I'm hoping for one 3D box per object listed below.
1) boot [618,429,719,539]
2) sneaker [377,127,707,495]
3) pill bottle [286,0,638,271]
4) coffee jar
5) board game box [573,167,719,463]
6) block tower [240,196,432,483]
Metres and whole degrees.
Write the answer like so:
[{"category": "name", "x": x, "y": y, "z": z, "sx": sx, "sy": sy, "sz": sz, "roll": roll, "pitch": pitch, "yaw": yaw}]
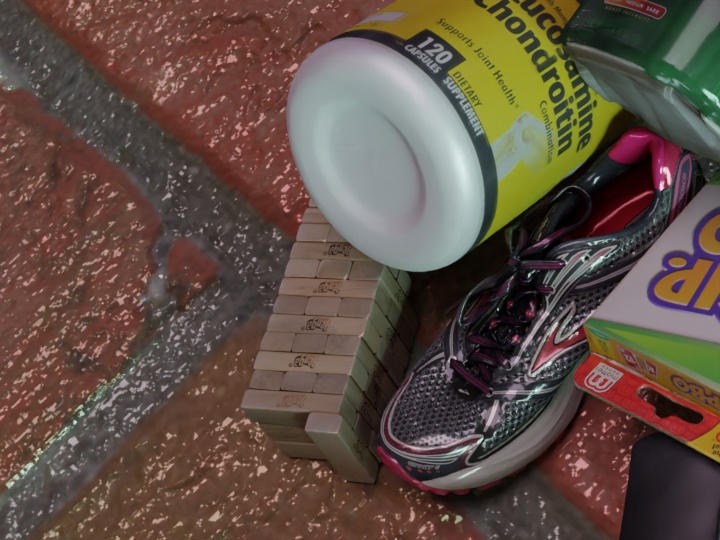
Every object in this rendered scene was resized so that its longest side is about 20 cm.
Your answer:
[{"category": "boot", "x": 0.100, "y": 0.156, "z": 0.674, "sx": 0.164, "sy": 0.066, "sz": 0.201, "roll": 8, "pitch": 66, "yaw": 19}, {"category": "sneaker", "x": 0.078, "y": 0.015, "z": 0.772, "sx": 0.200, "sy": 0.075, "sz": 0.081, "roll": -47, "pitch": 52, "yaw": -8}, {"category": "pill bottle", "x": 0.068, "y": -0.091, "z": 0.791, "sx": 0.112, "sy": 0.113, "sz": 0.200, "roll": 24, "pitch": 45, "yaw": 34}, {"category": "coffee jar", "x": 0.179, "y": -0.148, "z": 0.705, "sx": 0.200, "sy": 0.085, "sz": 0.104, "roll": -55, "pitch": 32, "yaw": -2}, {"category": "board game box", "x": 0.182, "y": -0.009, "z": 0.724, "sx": 0.095, "sy": 0.030, "sz": 0.200, "roll": 27, "pitch": 67, "yaw": 39}, {"category": "block tower", "x": 0.000, "y": 0.000, "z": 0.832, "sx": 0.057, "sy": 0.054, "sz": 0.201, "roll": 1, "pitch": 59, "yaw": 26}]
